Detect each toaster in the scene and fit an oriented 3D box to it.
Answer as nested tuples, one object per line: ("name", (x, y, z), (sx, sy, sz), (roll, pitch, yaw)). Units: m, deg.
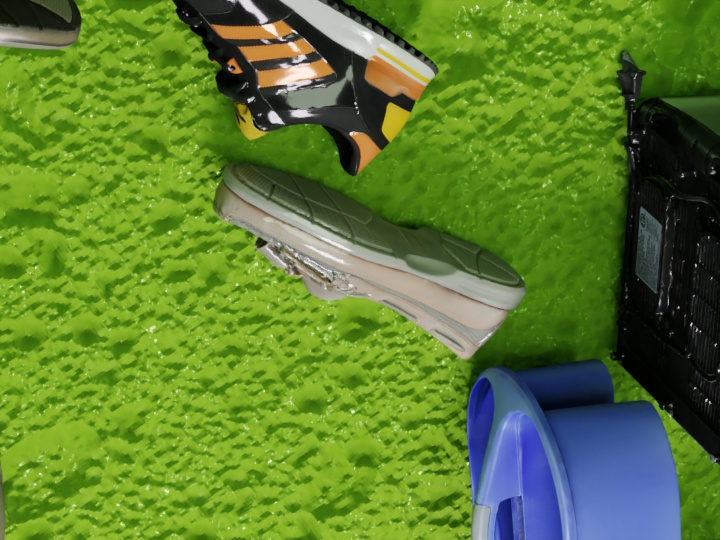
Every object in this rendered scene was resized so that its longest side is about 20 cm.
("toaster", (0.227, -0.006, 1.549), (0.118, 0.181, 0.201), (-7, 114, -18))

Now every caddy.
("caddy", (0.113, 0.147, 1.593), (0.105, 0.141, 0.201), (-13, 114, -18))

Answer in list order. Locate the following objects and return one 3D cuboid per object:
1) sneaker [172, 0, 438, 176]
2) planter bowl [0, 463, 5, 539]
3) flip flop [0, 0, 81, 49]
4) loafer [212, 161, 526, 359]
("sneaker", (-0.056, -0.118, 1.470), (0.200, 0.070, 0.090), (26, 98, -27))
("planter bowl", (-0.281, 0.150, 1.467), (0.199, 0.135, 0.201), (-6, 112, -15))
("flip flop", (-0.244, -0.121, 1.408), (0.199, 0.081, 0.058), (-9, 131, -13))
("loafer", (0.000, 0.000, 1.539), (0.199, 0.072, 0.063), (20, 111, -27))
